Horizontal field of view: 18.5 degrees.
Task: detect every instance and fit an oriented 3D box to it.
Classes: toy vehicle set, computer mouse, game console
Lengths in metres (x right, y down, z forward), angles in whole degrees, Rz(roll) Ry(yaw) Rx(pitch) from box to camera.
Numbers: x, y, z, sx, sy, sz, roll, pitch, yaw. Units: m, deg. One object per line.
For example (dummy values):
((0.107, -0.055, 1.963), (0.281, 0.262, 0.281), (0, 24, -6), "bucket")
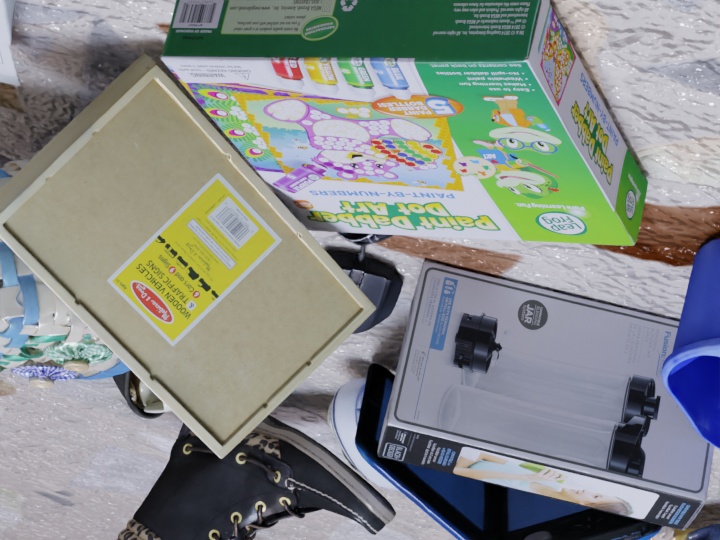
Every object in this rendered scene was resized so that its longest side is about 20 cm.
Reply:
((-0.097, -0.005, 1.213), (0.200, 0.124, 0.027), (49, 177, -27), "toy vehicle set")
((0.000, 0.000, 1.353), (0.058, 0.034, 0.200), (15, 158, -1), "computer mouse")
((0.098, 0.115, 1.459), (0.170, 0.119, 0.200), (-17, -167, 7), "game console")

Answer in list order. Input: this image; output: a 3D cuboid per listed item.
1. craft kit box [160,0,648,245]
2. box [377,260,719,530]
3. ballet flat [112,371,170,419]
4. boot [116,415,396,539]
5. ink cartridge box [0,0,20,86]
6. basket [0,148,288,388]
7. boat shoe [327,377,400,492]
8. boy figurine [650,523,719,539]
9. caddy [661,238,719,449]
((0.027, -0.077, 1.141), (0.199, 0.049, 0.198), (3, 159, 25), "craft kit box")
((0.120, 0.076, 1.361), (0.199, 0.117, 0.060), (15, 155, 0), "box")
((-0.129, 0.058, 1.516), (0.068, 0.069, 0.200), (-12, 166, -16), "ballet flat")
((-0.083, 0.186, 1.627), (0.200, 0.151, 0.073), (27, 167, 32), "boot")
((-0.247, -0.162, 1.106), (0.161, 0.050, 0.200), (13, 167, -1), "ink cartridge box")
((-0.154, -0.007, 1.310), (0.199, 0.140, 0.176), (-15, 174, -31), "basket")
((0.019, 0.132, 1.614), (0.062, 0.072, 0.200), (-1, 157, 27), "boat shoe")
((0.253, 0.220, 1.699), (0.124, 0.065, 0.200), (28, 155, -33), "boy figurine")
((0.253, 0.062, 1.257), (0.141, 0.105, 0.200), (1, 155, 26), "caddy")
